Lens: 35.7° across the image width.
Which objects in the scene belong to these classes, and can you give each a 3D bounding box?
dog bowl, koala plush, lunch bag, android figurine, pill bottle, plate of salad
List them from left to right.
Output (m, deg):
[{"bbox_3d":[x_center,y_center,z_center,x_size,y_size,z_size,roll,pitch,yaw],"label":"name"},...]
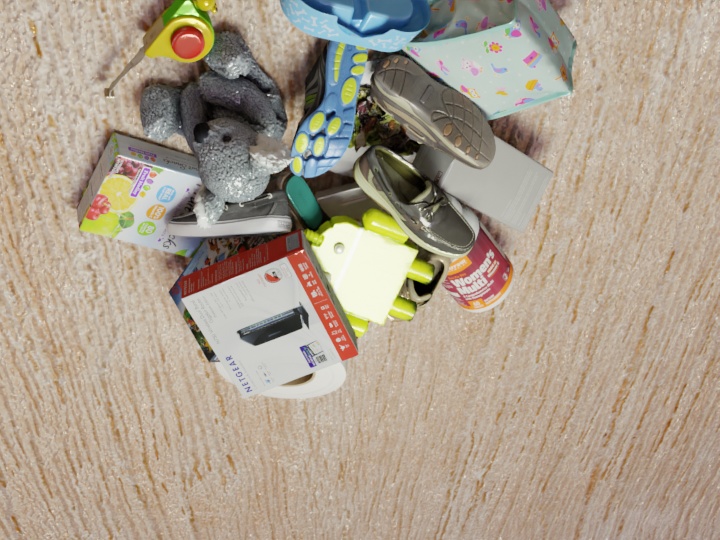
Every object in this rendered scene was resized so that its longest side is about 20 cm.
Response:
[{"bbox_3d":[-0.164,-0.162,1.438,0.176,0.201,0.184,-34,134,16],"label":"koala plush"},{"bbox_3d":[-0.011,-0.332,1.393,0.197,0.113,0.050,8,145,-24],"label":"dog bowl"},{"bbox_3d":[0.000,0.000,1.561,0.198,0.041,0.184,22,106,-18],"label":"android figurine"},{"bbox_3d":[0.019,-0.204,1.564,0.197,0.048,0.202,-9,134,-9],"label":"plate of salad"},{"bbox_3d":[0.150,-0.033,1.724,0.109,0.110,0.200,-31,130,14],"label":"pill bottle"},{"bbox_3d":[0.162,-0.291,1.471,0.198,0.123,0.170,-10,145,37],"label":"lunch bag"}]

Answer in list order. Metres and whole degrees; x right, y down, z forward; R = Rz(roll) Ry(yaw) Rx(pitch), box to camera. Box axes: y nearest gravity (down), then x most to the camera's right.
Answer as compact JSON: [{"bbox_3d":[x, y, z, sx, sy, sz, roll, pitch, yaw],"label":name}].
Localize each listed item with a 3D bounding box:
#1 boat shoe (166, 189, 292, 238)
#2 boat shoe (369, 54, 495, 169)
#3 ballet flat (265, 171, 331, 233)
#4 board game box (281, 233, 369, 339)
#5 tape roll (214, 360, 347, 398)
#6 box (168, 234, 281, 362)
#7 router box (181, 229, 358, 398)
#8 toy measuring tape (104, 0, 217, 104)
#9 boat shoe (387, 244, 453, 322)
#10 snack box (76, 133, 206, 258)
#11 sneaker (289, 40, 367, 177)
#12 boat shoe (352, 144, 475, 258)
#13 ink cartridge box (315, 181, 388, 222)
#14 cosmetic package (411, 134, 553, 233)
[{"bbox_3d":[-0.180,-0.080,1.510,0.198,0.067,0.070,-3,177,34],"label":"boat shoe"},{"bbox_3d":[0.096,-0.207,1.495,0.200,0.075,0.073,41,157,-5],"label":"boat shoe"},{"bbox_3d":[-0.073,-0.058,1.593,0.067,0.068,0.201,0,127,44],"label":"ballet flat"},{"bbox_3d":[-0.063,0.011,1.624,0.199,0.103,0.019,39,150,-1],"label":"board game box"},{"bbox_3d":[-0.114,0.091,1.695,0.200,0.141,0.204,4,148,2],"label":"tape roll"},{"bbox_3d":[-0.181,0.012,1.578,0.037,0.137,0.201,4,133,-50],"label":"box"},{"bbox_3d":[-0.119,0.063,1.509,0.177,0.049,0.201,-22,127,8],"label":"router box"},{"bbox_3d":[-0.241,-0.271,1.403,0.073,0.074,0.200,28,120,-36],"label":"toy measuring tape"},{"bbox_3d":[0.082,0.022,1.666,0.072,0.065,0.200,27,136,-9],"label":"boat shoe"},{"bbox_3d":[-0.278,-0.099,1.565,0.198,0.053,0.143,15,128,-32],"label":"snack box"},{"bbox_3d":[-0.042,-0.217,1.465,0.070,0.083,0.202,16,93,-15],"label":"sneaker"},{"bbox_3d":[0.077,-0.094,1.511,0.200,0.072,0.066,40,157,-2],"label":"boat shoe"},{"bbox_3d":[0.003,-0.068,1.673,0.115,0.068,0.201,-15,136,2],"label":"ink cartridge box"},{"bbox_3d":[0.176,-0.142,1.612,0.199,0.090,0.108,26,95,-39],"label":"cosmetic package"}]
